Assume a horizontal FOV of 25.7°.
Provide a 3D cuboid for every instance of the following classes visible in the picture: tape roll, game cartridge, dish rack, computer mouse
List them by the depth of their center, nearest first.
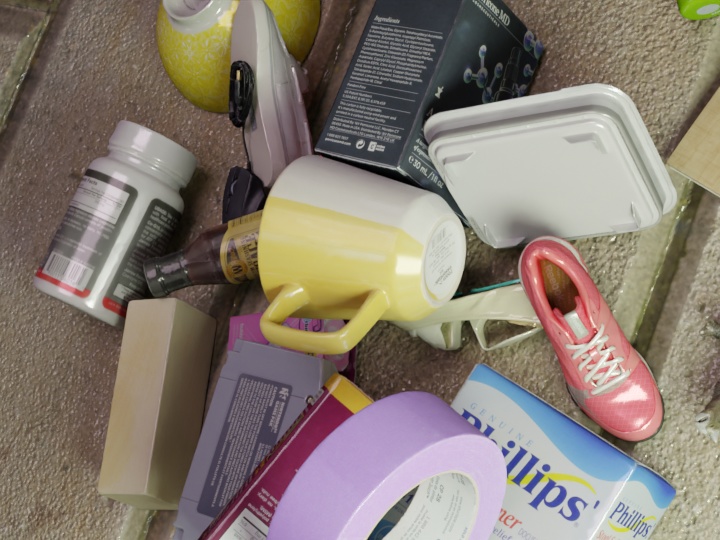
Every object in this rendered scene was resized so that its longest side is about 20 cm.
[{"bbox_3d":[0.022,0.196,1.229,0.066,0.200,0.201,36,91,36],"label":"tape roll"},{"bbox_3d":[0.165,-0.080,1.397,0.199,0.172,0.044,-7,48,30],"label":"dish rack"},{"bbox_3d":[-0.092,0.171,1.456,0.132,0.041,0.202,12,79,32],"label":"game cartridge"},{"bbox_3d":[-0.126,-0.114,1.618,0.058,0.034,0.202,15,111,59],"label":"computer mouse"}]

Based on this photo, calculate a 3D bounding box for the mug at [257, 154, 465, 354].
[{"bbox_3d":[0.005,-0.003,1.417,0.152,0.149,0.188,10,79,30],"label":"mug"}]

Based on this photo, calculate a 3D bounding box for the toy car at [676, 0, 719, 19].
[{"bbox_3d":[0.363,-0.342,1.408,0.198,0.158,0.166,-13,76,14],"label":"toy car"}]

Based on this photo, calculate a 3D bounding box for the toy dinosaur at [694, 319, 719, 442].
[{"bbox_3d":[0.348,0.062,1.302,0.200,0.077,0.102,-41,67,5],"label":"toy dinosaur"}]

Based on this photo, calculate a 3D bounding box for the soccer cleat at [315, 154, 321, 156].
[{"bbox_3d":[0.019,-0.163,1.599,0.076,0.067,0.201,25,77,5],"label":"soccer cleat"}]

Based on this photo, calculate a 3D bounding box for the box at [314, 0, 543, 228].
[{"bbox_3d":[0.069,-0.166,1.504,0.106,0.148,0.201,15,79,38],"label":"box"}]

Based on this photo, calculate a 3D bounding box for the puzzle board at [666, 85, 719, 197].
[{"bbox_3d":[0.384,-0.139,1.384,0.150,0.017,0.201,37,93,35],"label":"puzzle board"}]

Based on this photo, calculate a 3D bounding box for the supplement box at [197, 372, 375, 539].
[{"bbox_3d":[-0.044,0.194,1.337,0.103,0.131,0.200,40,87,-1],"label":"supplement box"}]

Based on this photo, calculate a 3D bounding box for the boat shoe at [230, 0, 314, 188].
[{"bbox_3d":[-0.085,-0.186,1.635,0.072,0.068,0.202,-30,69,57],"label":"boat shoe"}]

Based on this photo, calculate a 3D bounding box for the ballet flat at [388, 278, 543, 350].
[{"bbox_3d":[0.098,0.044,1.461,0.198,0.069,0.070,-7,67,28],"label":"ballet flat"}]

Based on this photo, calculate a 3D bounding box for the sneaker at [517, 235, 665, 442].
[{"bbox_3d":[0.190,0.061,1.352,0.073,0.087,0.201,-32,79,9],"label":"sneaker"}]

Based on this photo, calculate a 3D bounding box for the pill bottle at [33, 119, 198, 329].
[{"bbox_3d":[-0.257,-0.049,1.682,0.113,0.114,0.201,21,82,36],"label":"pill bottle"}]

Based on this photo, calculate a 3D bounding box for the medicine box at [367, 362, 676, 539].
[{"bbox_3d":[0.132,0.214,1.342,0.182,0.103,0.201,31,89,36],"label":"medicine box"}]

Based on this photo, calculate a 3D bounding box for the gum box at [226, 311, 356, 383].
[{"bbox_3d":[-0.070,0.141,1.517,0.113,0.066,0.202,-10,67,30],"label":"gum box"}]

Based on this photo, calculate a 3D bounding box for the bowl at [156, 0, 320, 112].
[{"bbox_3d":[-0.154,-0.284,1.718,0.199,0.108,0.202,-12,66,27],"label":"bowl"}]

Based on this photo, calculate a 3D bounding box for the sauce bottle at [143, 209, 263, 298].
[{"bbox_3d":[-0.118,-0.020,1.584,0.198,0.066,0.066,-20,60,5],"label":"sauce bottle"}]

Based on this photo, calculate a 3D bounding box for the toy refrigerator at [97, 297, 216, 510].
[{"bbox_3d":[-0.207,0.136,1.600,0.069,0.076,0.202,-4,70,30],"label":"toy refrigerator"}]
